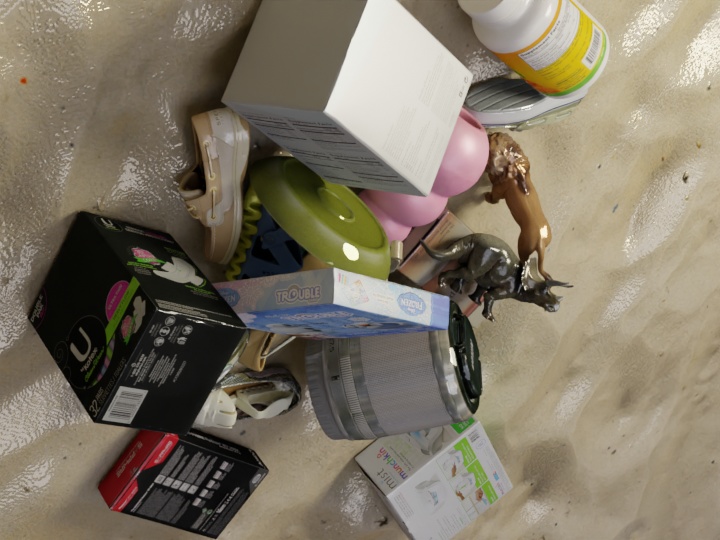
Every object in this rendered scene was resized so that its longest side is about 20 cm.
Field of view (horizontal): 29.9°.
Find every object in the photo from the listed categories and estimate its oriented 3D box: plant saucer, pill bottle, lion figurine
[{"bbox_3d":[-0.037,-0.065,1.516,0.200,0.200,0.031,20,120,-45],"label":"plant saucer"},{"bbox_3d":[0.201,-0.293,1.595,0.111,0.111,0.200,-52,137,8],"label":"pill bottle"},{"bbox_3d":[0.208,-0.081,1.736,0.072,0.200,0.123,-29,170,-10],"label":"lion figurine"}]

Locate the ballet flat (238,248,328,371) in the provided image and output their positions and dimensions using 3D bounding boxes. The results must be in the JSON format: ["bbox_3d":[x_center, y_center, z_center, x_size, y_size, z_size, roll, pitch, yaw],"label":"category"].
[{"bbox_3d":[-0.084,0.041,1.662,0.200,0.063,0.069,-50,172,10],"label":"ballet flat"}]

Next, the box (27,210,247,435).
[{"bbox_3d":[-0.244,0.056,1.449,0.124,0.200,0.149,16,112,-43],"label":"box"}]

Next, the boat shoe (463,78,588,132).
[{"bbox_3d":[0.209,-0.204,1.703,0.200,0.072,0.062,-16,136,-30],"label":"boat shoe"}]

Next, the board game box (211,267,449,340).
[{"bbox_3d":[-0.039,0.041,1.508,0.199,0.200,0.044,15,73,-48],"label":"board game box"}]

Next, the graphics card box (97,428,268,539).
[{"bbox_3d":[-0.226,0.269,1.742,0.200,0.051,0.126,28,102,-46],"label":"graphics card box"}]

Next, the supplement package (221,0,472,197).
[{"bbox_3d":[-0.011,-0.195,1.442,0.200,0.150,0.152,34,72,-48],"label":"supplement package"}]

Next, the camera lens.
[{"bbox_3d":[0.047,0.127,1.714,0.199,0.160,0.160,-13,139,14],"label":"camera lens"}]

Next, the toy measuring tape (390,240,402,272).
[{"bbox_3d":[0.000,0.000,1.657,0.073,0.074,0.200,-29,172,-17],"label":"toy measuring tape"}]

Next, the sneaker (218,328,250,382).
[{"bbox_3d":[-0.224,0.099,1.572,0.200,0.077,0.089,-26,121,6],"label":"sneaker"}]

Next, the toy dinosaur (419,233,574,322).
[{"bbox_3d":[0.158,-0.005,1.694,0.200,0.077,0.102,35,102,-15],"label":"toy dinosaur"}]

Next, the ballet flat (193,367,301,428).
[{"bbox_3d":[-0.158,0.165,1.701,0.200,0.072,0.072,-7,126,-34],"label":"ballet flat"}]

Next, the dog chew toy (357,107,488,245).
[{"bbox_3d":[0.063,-0.111,1.629,0.124,0.125,0.200,20,117,-45],"label":"dog chew toy"}]

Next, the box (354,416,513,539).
[{"bbox_3d":[0.112,0.303,2.002,0.176,0.097,0.200,-38,138,-7],"label":"box"}]

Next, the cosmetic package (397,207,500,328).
[{"bbox_3d":[0.109,-0.018,1.755,0.103,0.087,0.200,-50,138,5],"label":"cosmetic package"}]

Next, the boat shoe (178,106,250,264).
[{"bbox_3d":[-0.168,-0.093,1.498,0.069,0.074,0.201,-5,126,-19],"label":"boat shoe"}]

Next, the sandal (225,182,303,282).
[{"bbox_3d":[-0.107,-0.015,1.574,0.087,0.080,0.200,17,121,1],"label":"sandal"}]
